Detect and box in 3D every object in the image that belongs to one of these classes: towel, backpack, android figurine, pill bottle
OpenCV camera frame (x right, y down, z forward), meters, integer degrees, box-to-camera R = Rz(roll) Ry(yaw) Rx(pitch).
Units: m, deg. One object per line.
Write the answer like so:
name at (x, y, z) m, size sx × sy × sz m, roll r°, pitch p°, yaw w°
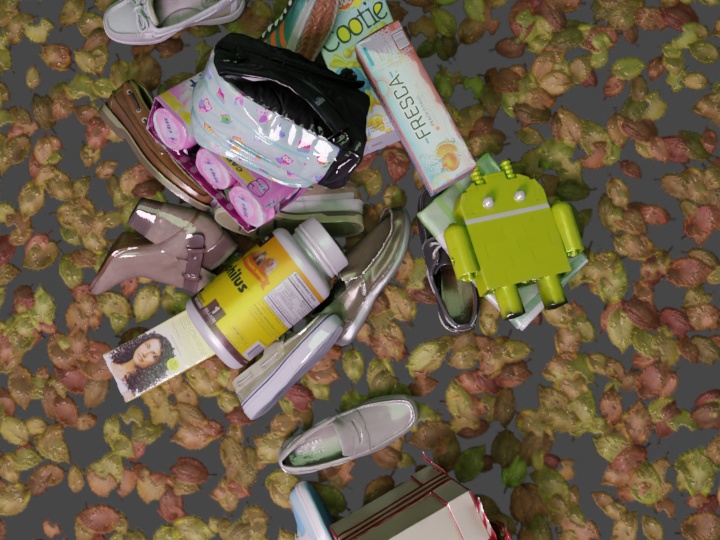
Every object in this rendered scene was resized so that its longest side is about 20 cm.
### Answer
towel at (0.187, -0.042, 1.193) m, size 0.149 × 0.031 × 0.200 m, roll -41°, pitch 87°, yaw -24°
backpack at (-0.095, -0.182, 1.067) m, size 0.198 × 0.168 × 0.127 m, roll 22°, pitch 123°, yaw -15°
android figurine at (0.191, -0.043, 1.163) m, size 0.180 × 0.041 × 0.203 m, roll -10°, pitch 76°, yaw -16°
pill bottle at (-0.114, 0.023, 1.164) m, size 0.199 × 0.109 × 0.110 m, roll -39°, pitch 86°, yaw -4°

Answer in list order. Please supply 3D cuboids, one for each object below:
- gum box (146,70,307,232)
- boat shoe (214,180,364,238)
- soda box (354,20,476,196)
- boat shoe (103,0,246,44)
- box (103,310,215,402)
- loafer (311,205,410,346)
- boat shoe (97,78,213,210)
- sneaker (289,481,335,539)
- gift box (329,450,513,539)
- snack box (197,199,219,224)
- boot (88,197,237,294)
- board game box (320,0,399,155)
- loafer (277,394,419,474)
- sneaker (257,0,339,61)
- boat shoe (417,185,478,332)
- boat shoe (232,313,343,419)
gum box at (-0.154, -0.151, 1.145) m, size 0.200 × 0.066 × 0.113 m, roll 45°, pitch 52°, yaw 7°
boat shoe at (-0.094, -0.086, 1.223) m, size 0.197 × 0.075 × 0.069 m, roll 3°, pitch 67°, yaw -13°
soda box at (0.065, -0.194, 1.113) m, size 0.063 × 0.068 × 0.202 m, roll -28°, pitch 88°, yaw 2°
boat shoe at (-0.257, -0.357, 1.248) m, size 0.199 × 0.065 × 0.076 m, roll -8°, pitch 88°, yaw 5°
box at (-0.242, 0.098, 1.246) m, size 0.198 × 0.050 × 0.076 m, roll -30°, pitch 88°, yaw 3°
loafer at (0.000, 0.000, 1.208) m, size 0.069 × 0.075 × 0.202 m, roll 28°, pitch 92°, yaw -17°
boat shoe at (-0.254, -0.165, 1.190) m, size 0.200 × 0.072 × 0.068 m, roll 45°, pitch 97°, yaw 5°
sneaker at (-0.083, 0.391, 1.213) m, size 0.129 × 0.080 × 0.202 m, roll -22°, pitch 86°, yaw 3°
gift box at (0.082, 0.344, 1.125) m, size 0.185 × 0.184 × 0.202 m, roll -25°, pitch 99°, yaw -12°
snack box at (-0.172, -0.183, 1.243) m, size 0.200 × 0.053 × 0.142 m, roll -44°, pitch 84°, yaw 4°
boot at (-0.263, -0.007, 1.238) m, size 0.145 × 0.071 × 0.200 m, roll 30°, pitch 126°, yaw -17°
board game box at (0.009, -0.269, 1.204) m, size 0.102 × 0.105 × 0.202 m, roll -22°, pitch 88°, yaw 3°
loafer at (-0.015, 0.220, 1.214) m, size 0.198 × 0.070 × 0.071 m, roll -26°, pitch 87°, yaw 4°
sneaker at (-0.095, -0.284, 1.144) m, size 0.080 × 0.071 × 0.201 m, roll 40°, pitch 123°, yaw 18°
boat shoe at (0.118, -0.020, 1.210) m, size 0.071 × 0.068 × 0.203 m, roll -11°, pitch 86°, yaw 7°
boat shoe at (-0.102, 0.116, 1.201) m, size 0.062 × 0.072 × 0.200 m, roll 49°, pitch 115°, yaw 11°
